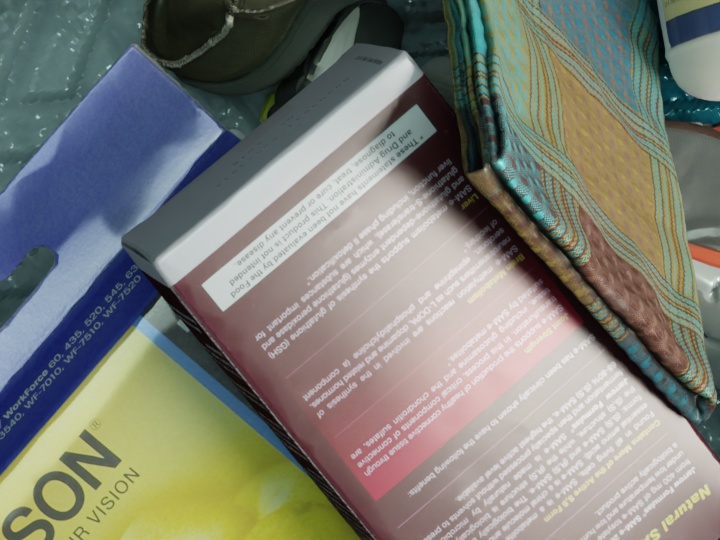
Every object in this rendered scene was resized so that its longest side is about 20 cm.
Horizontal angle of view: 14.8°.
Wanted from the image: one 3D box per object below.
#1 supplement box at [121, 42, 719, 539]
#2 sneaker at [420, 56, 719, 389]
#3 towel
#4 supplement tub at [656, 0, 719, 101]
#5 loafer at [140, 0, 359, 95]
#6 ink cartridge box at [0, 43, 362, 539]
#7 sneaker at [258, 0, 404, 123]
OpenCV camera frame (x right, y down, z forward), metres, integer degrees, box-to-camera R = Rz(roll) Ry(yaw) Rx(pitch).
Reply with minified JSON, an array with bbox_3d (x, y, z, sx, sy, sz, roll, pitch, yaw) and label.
[{"bbox_3d":[0.027,0.035,0.916,0.109,0.061,0.200,-40,105,-7],"label":"supplement box"},{"bbox_3d":[0.107,-0.025,1.038,0.200,0.077,0.082,34,54,-1],"label":"sneaker"},{"bbox_3d":[0.071,-0.062,0.931,0.022,0.200,0.147,-28,131,22],"label":"towel"},{"bbox_3d":[0.166,-0.170,1.003,0.144,0.144,0.200,-10,89,-8],"label":"supplement tub"},{"bbox_3d":[-0.035,-0.118,0.950,0.070,0.200,0.075,17,67,-22],"label":"loafer"},{"bbox_3d":[-0.065,0.062,0.948,0.200,0.047,0.198,41,88,-18],"label":"ink cartridge box"},{"bbox_3d":[0.000,0.000,1.017,0.085,0.074,0.200,8,95,-13],"label":"sneaker"}]
